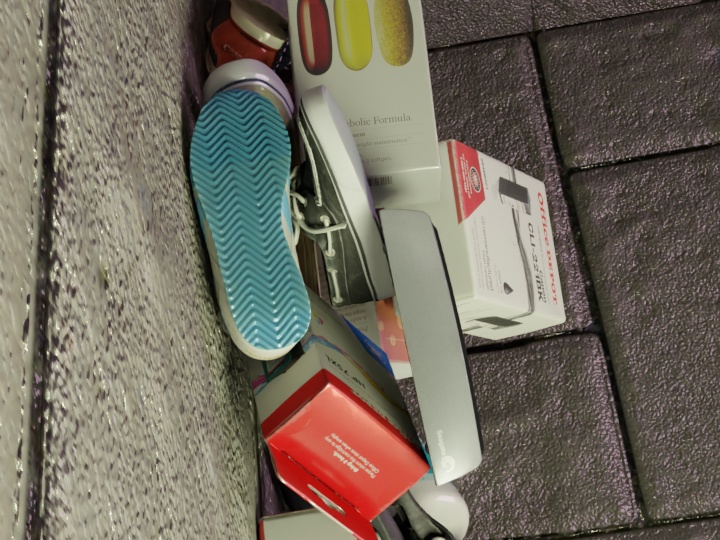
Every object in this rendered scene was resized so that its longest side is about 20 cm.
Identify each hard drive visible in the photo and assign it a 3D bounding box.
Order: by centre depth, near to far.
[{"bbox_3d":[0.055,0.054,1.017,0.135,0.042,0.201,31,47,-83],"label":"hard drive"}]

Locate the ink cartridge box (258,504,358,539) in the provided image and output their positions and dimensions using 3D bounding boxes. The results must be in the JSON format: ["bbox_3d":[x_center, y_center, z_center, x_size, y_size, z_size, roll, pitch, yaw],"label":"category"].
[{"bbox_3d":[-0.016,0.291,1.065,0.200,0.083,0.145,76,5,-57],"label":"ink cartridge box"}]

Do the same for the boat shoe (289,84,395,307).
[{"bbox_3d":[-0.025,-0.049,1.026,0.200,0.068,0.074,71,6,-47],"label":"boat shoe"}]

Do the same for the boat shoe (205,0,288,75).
[{"bbox_3d":[-0.100,-0.199,1.169,0.063,0.071,0.200,-58,-165,15],"label":"boat shoe"}]

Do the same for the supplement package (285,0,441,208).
[{"bbox_3d":[0.001,-0.160,1.127,0.110,0.113,0.201,79,4,-78],"label":"supplement package"}]

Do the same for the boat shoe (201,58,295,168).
[{"bbox_3d":[-0.080,-0.088,1.093,0.200,0.072,0.062,79,-4,-58],"label":"boat shoe"}]

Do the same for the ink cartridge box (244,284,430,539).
[{"bbox_3d":[-0.019,0.104,1.016,0.116,0.067,0.200,41,13,-29],"label":"ink cartridge box"}]

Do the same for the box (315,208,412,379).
[{"bbox_3d":[0.000,0.000,1.272,0.152,0.106,0.201,10,69,-60],"label":"box"}]

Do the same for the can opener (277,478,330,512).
[{"bbox_3d":[-0.051,0.180,1.176,0.066,0.053,0.200,38,-30,40],"label":"can opener"}]

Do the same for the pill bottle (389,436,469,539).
[{"bbox_3d":[0.012,0.190,1.298,0.200,0.111,0.111,53,-17,43],"label":"pill bottle"}]

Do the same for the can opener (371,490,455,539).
[{"bbox_3d":[0.019,0.192,1.150,0.079,0.063,0.200,-29,-90,55],"label":"can opener"}]

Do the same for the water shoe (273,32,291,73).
[{"bbox_3d":[-0.083,-0.166,1.448,0.079,0.071,0.201,163,-82,-66],"label":"water shoe"}]

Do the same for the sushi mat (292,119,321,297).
[{"bbox_3d":[-0.066,-0.025,1.195,0.096,0.012,0.201,-26,-113,55],"label":"sushi mat"}]

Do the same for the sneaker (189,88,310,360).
[{"bbox_3d":[-0.085,-0.033,0.990,0.081,0.076,0.201,129,-45,-71],"label":"sneaker"}]

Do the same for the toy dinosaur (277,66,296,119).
[{"bbox_3d":[-0.053,-0.168,1.260,0.086,0.200,0.136,45,-3,7],"label":"toy dinosaur"}]

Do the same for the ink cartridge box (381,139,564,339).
[{"bbox_3d":[0.105,-0.023,1.256,0.200,0.084,0.145,16,64,-59],"label":"ink cartridge box"}]
